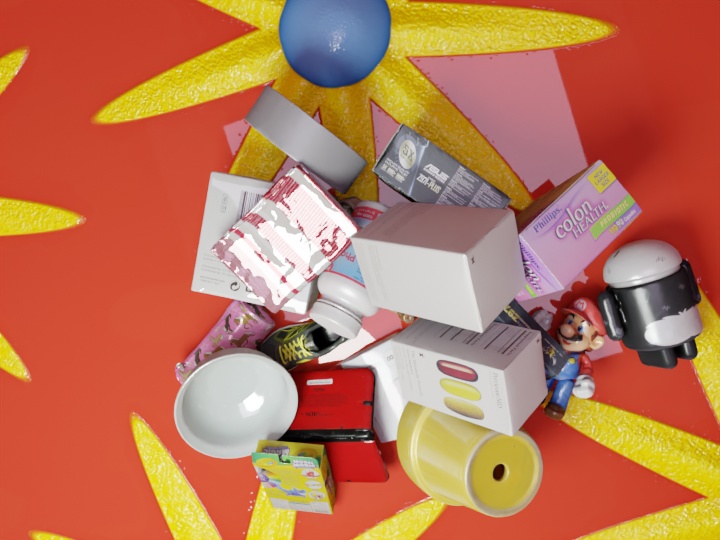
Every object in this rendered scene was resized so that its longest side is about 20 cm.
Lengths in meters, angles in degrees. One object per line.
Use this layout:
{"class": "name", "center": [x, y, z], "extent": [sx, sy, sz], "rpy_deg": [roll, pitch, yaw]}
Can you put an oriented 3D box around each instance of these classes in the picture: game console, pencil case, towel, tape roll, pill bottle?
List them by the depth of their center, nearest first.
{"class": "towel", "center": [-0.112, -0.043, 0.922], "extent": [0.200, 0.023, 0.144], "rpy_deg": [-41, 102, 19]}
{"class": "pill bottle", "center": [0.000, 0.000, 0.968], "extent": [0.108, 0.109, 0.201], "rpy_deg": [26, 74, 4]}
{"class": "tape roll", "center": [-0.085, -0.206, 0.978], "extent": [0.200, 0.200, 0.066], "rpy_deg": [37, 98, 3]}
{"class": "game console", "center": [-0.053, 0.274, 1.080], "extent": [0.198, 0.119, 0.174], "rpy_deg": [-7, 62, 21]}
{"class": "pencil case", "center": [-0.239, 0.136, 1.080], "extent": [0.200, 0.086, 0.083], "rpy_deg": [-48, 66, 7]}

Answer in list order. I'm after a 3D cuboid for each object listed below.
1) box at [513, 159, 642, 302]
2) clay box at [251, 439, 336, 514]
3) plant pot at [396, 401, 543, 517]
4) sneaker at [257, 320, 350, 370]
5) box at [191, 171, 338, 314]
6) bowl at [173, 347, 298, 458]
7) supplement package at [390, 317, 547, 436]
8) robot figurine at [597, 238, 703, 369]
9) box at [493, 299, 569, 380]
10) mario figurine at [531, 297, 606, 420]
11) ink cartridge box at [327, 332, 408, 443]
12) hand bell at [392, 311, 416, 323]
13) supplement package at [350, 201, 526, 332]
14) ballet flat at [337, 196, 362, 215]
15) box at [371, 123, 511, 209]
{"class": "box", "center": [0.281, -0.047, 0.924], "extent": [0.176, 0.200, 0.097], "rpy_deg": [-40, 89, -16]}
{"class": "clay box", "center": [-0.109, 0.344, 1.036], "extent": [0.114, 0.048, 0.201], "rpy_deg": [3, 135, 9]}
{"class": "plant pot", "center": [0.178, 0.283, 0.960], "extent": [0.199, 0.189, 0.203], "rpy_deg": [-1, 93, -16]}
{"class": "sneaker", "center": [-0.101, 0.123, 1.061], "extent": [0.199, 0.085, 0.075], "rpy_deg": [-27, 89, 6]}
{"class": "box", "center": [-0.156, -0.048, 1.032], "extent": [0.197, 0.131, 0.202], "rpy_deg": [12, 96, 5]}
{"class": "bowl", "center": [-0.210, 0.204, 1.023], "extent": [0.199, 0.090, 0.203], "rpy_deg": [-8, 115, -16]}
{"class": "supplement package", "center": [0.161, 0.144, 0.917], "extent": [0.199, 0.109, 0.115], "rpy_deg": [9, 121, 44]}
{"class": "robot figurine", "center": [0.463, 0.051, 0.976], "extent": [0.124, 0.150, 0.202], "rpy_deg": [-17, 93, 36]}
{"class": "box", "center": [0.209, 0.103, 0.983], "extent": [0.200, 0.158, 0.051], "rpy_deg": [46, 60, 2]}
{"class": "mario figurine", "center": [0.328, 0.137, 1.006], "extent": [0.122, 0.106, 0.202], "rpy_deg": [22, 98, 6]}
{"class": "ink cartridge box", "center": [0.019, 0.226, 1.075], "extent": [0.199, 0.057, 0.164], "rpy_deg": [-28, 91, 3]}
{"class": "hand bell", "center": [0.074, 0.049, 0.972], "extent": [0.103, 0.200, 0.105], "rpy_deg": [0, 103, 2]}
{"class": "supplement package", "center": [0.107, -0.012, 0.852], "extent": [0.199, 0.121, 0.121], "rpy_deg": [11, 128, 44]}
{"class": "ballet flat", "center": [-0.034, -0.028, 1.044], "extent": [0.067, 0.067, 0.202], "rpy_deg": [5, 89, 23]}
{"class": "box", "center": [0.126, -0.132, 0.978], "extent": [0.199, 0.164, 0.086], "rpy_deg": [35, 97, 4]}
